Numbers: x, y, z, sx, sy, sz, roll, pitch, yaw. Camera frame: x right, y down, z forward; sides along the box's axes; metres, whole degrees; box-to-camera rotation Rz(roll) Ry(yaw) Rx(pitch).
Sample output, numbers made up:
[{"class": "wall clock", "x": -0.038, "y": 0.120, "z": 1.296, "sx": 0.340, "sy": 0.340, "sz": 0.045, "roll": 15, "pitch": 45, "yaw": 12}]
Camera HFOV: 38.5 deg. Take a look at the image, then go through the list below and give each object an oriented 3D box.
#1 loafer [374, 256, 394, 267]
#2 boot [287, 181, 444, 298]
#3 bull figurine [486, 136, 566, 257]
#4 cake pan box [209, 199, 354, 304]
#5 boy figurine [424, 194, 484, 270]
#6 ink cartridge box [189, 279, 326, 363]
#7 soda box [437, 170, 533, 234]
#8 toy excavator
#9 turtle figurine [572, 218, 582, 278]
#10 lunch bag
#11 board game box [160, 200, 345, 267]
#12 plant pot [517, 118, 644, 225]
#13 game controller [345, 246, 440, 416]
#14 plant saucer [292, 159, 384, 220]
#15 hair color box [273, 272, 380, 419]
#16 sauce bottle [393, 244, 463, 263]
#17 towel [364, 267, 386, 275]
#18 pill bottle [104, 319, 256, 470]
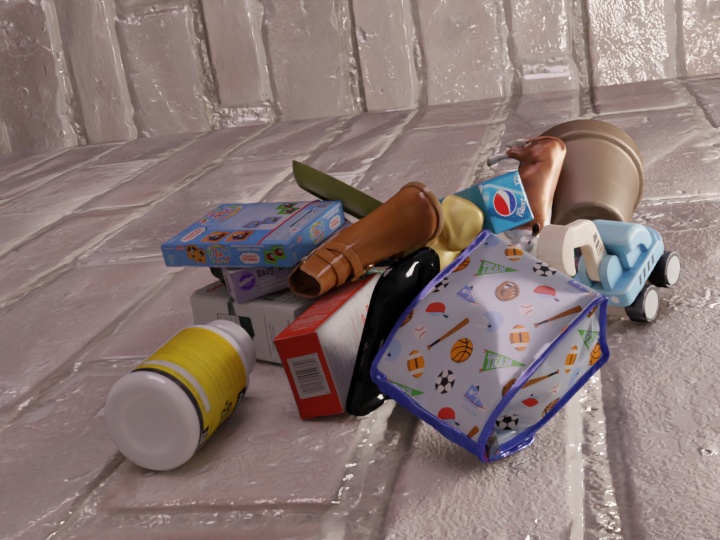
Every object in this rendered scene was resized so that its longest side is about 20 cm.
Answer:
[{"class": "loafer", "x": 0.031, "y": -0.035, "z": 1.628, "sx": 0.199, "sy": 0.069, "sz": 0.070, "roll": -4, "pitch": -11, "yaw": -42}, {"class": "boot", "x": 0.005, "y": -0.027, "z": 1.244, "sx": 0.154, "sy": 0.074, "sz": 0.200, "roll": -32, "pitch": -2, "yaw": -29}, {"class": "bull figurine", "x": 0.233, "y": -0.104, "z": 1.491, "sx": 0.120, "sy": 0.202, "sz": 0.065, "roll": 11, "pitch": -20, "yaw": 28}, {"class": "cake pan box", "x": -0.112, "y": -0.028, "z": 1.413, "sx": 0.198, "sy": 0.053, "sz": 0.184, "roll": -19, "pitch": 21, "yaw": -14}, {"class": "boy figurine", "x": 0.087, "y": -0.014, "z": 1.329, "sx": 0.064, "sy": 0.201, "sz": 0.124, "roll": 40, "pitch": 41, "yaw": 6}, {"class": "ink cartridge box", "x": -0.110, "y": 0.056, "z": 1.396, "sx": 0.198, "sy": 0.084, "sz": 0.146, "roll": 7, "pitch": 22, "yaw": 39}, {"class": "soda box", "x": 0.148, "y": -0.075, "z": 1.375, "sx": 0.064, "sy": 0.069, "sz": 0.200, "roll": -21, "pitch": 2, "yaw": -21}, {"class": "toy excavator", "x": 0.294, "y": -0.019, "z": 1.266, "sx": 0.099, "sy": 0.201, "sz": 0.195, "roll": 8, "pitch": 47, "yaw": 43}, {"class": "turtle figurine", "x": 0.215, "y": 0.008, "z": 1.380, "sx": 0.198, "sy": 0.102, "sz": 0.150, "roll": -22, "pitch": -17, "yaw": -4}, {"class": "lunch bag", "x": 0.130, "y": 0.086, "z": 1.052, "sx": 0.200, "sy": 0.125, "sz": 0.169, "roll": -41, "pitch": 48, "yaw": -22}, {"class": "board game box", "x": -0.141, "y": -0.049, "z": 1.363, "sx": 0.198, "sy": 0.037, "sz": 0.151, "roll": 1, "pitch": 25, "yaw": 29}, {"class": "plant pot", "x": 0.339, "y": -0.100, "z": 1.559, "sx": 0.197, "sy": 0.202, "sz": 0.176, "roll": -5, "pitch": 35, "yaw": 9}, {"class": "game controller", "x": 0.034, "y": 0.069, "z": 1.113, "sx": 0.104, "sy": 0.202, "sz": 0.042, "roll": -20, "pitch": 45, "yaw": -39}, {"class": "plant saucer", "x": -0.014, "y": -0.097, "z": 1.456, "sx": 0.198, "sy": 0.031, "sz": 0.200, "roll": 26, "pitch": 1, "yaw": 0}, {"class": "hair color box", "x": -0.022, "y": 0.085, "z": 1.221, "sx": 0.061, "sy": 0.103, "sz": 0.200, "roll": -13, "pitch": 13, "yaw": 27}, {"class": "sauce bottle", "x": 0.149, "y": -0.019, "z": 1.499, "sx": 0.197, "sy": 0.067, "sz": 0.066, "roll": 11, "pitch": 21, "yaw": 11}, {"class": "towel", "x": 0.000, "y": 0.000, "z": 1.496, "sx": 0.145, "sy": 0.022, "sz": 0.199, "roll": 5, "pitch": -3, "yaw": 38}, {"class": "pill bottle", "x": -0.191, "y": 0.129, "z": 1.152, "sx": 0.110, "sy": 0.114, "sz": 0.200, "roll": -2, "pitch": 18, "yaw": 20}]
